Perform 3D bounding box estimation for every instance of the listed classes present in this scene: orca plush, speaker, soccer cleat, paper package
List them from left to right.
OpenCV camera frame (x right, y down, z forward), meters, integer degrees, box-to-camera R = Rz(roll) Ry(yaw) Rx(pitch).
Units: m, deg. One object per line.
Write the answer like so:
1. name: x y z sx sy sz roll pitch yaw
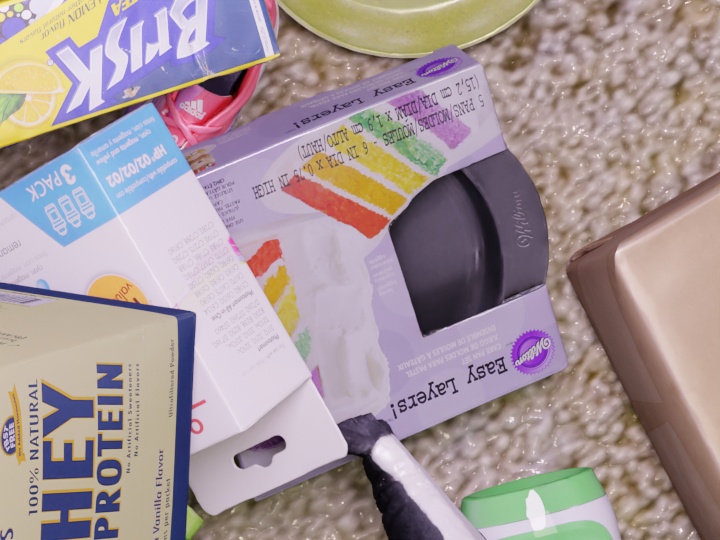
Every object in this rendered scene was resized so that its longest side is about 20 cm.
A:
1. soccer cleat: -0.101 -0.065 1.436 0.066 0.076 0.201 27 83 -7
2. orca plush: 0.037 0.163 1.372 0.071 0.105 0.200 -43 77 4
3. speaker: 0.112 0.211 1.454 0.088 0.088 0.202 -13 90 -10
4. paper package: 0.239 0.038 1.474 0.190 0.103 0.201 -28 91 -11

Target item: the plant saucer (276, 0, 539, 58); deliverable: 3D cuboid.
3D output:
1. plant saucer: 0.026 -0.215 1.460 0.198 0.031 0.202 -3 110 -7

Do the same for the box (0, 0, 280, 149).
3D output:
1. box: -0.146 -0.108 1.349 0.199 0.064 0.071 -19 99 -15

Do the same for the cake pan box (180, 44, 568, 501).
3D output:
1. cake pan box: 0.000 0.000 1.434 0.199 0.052 0.185 -21 114 -11

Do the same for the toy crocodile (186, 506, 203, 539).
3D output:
1. toy crocodile: -0.086 0.173 1.427 0.200 0.062 0.068 45 80 -18

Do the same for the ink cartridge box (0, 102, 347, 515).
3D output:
1. ink cartridge box: -0.107 0.035 1.353 0.068 0.115 0.201 -36 97 -51

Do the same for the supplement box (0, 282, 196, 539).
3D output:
1. supplement box: -0.209 0.085 1.250 0.199 0.199 0.135 7 101 25
